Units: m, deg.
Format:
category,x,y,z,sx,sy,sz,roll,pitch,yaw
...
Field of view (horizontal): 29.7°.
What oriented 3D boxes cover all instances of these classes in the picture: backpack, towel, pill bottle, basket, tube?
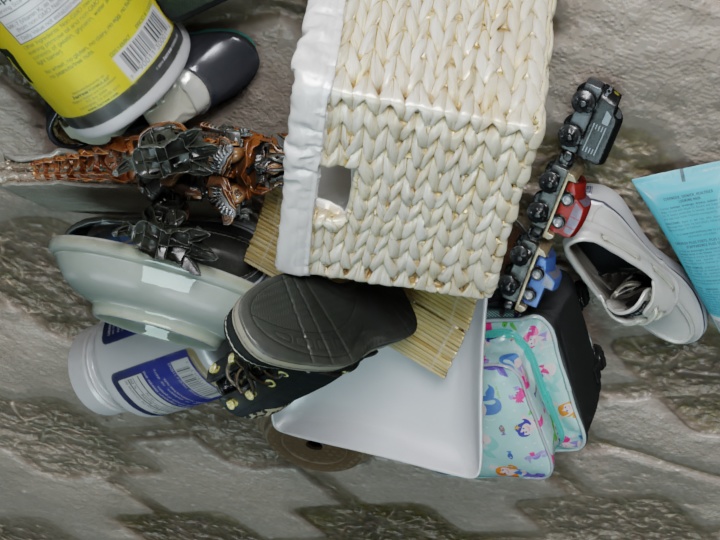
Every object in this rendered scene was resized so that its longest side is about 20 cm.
category,x,y,z,sx,sy,sz,roll,pitch,yaw
backpack,0.099,0.091,1.203,0.197,0.151,0.179,1,130,31
towel,-0.198,-0.072,1.135,0.197,0.035,0.132,3,173,11
pill bottle,-0.219,-0.200,0.945,0.113,0.115,0.200,-15,131,33
basket,0.036,-0.115,0.908,0.158,0.202,0.199,11,144,0
tube,0.290,-0.009,1.094,0.076,0.051,0.201,-14,130,26
pill bottle,-0.182,0.073,1.287,0.198,0.121,0.120,-18,133,36

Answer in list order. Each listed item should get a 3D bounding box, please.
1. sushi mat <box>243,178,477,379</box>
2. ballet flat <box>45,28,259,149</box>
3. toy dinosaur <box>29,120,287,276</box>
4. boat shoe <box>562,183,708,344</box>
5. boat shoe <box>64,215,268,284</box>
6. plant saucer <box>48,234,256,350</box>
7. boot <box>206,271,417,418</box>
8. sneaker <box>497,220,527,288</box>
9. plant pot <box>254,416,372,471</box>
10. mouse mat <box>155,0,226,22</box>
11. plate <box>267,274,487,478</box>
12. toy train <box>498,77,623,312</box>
category,x,y,z,sx,sy,sz,roll,pitch,yaw
sushi mat,0.000,0.000,1.072,0.198,0.012,0.097,30,119,14
ballet flat,-0.168,-0.133,1.059,0.197,0.074,0.073,-9,138,27
toy dinosaur,-0.136,-0.068,1.002,0.197,0.136,0.103,-19,115,5
boat shoe,0.227,0.012,1.120,0.071,0.066,0.200,-15,135,32
boat shoe,-0.166,-0.013,1.173,0.197,0.070,0.056,5,180,21
plant saucer,-0.156,0.026,1.073,0.197,0.051,0.200,15,170,3
boot,-0.064,0.065,1.001,0.153,0.074,0.203,-32,166,30
sneaker,0.050,-0.033,1.127,0.198,0.074,0.085,24,154,-2
plant pot,-0.037,0.135,1.345,0.198,0.094,0.202,10,144,7
mouse mat,-0.110,-0.249,0.859,0.199,0.008,0.162,-8,119,50
plate,0.015,0.058,1.114,0.197,0.032,0.203,10,113,25
toy train,0.153,-0.051,1.033,0.045,0.034,0.202,24,121,9
